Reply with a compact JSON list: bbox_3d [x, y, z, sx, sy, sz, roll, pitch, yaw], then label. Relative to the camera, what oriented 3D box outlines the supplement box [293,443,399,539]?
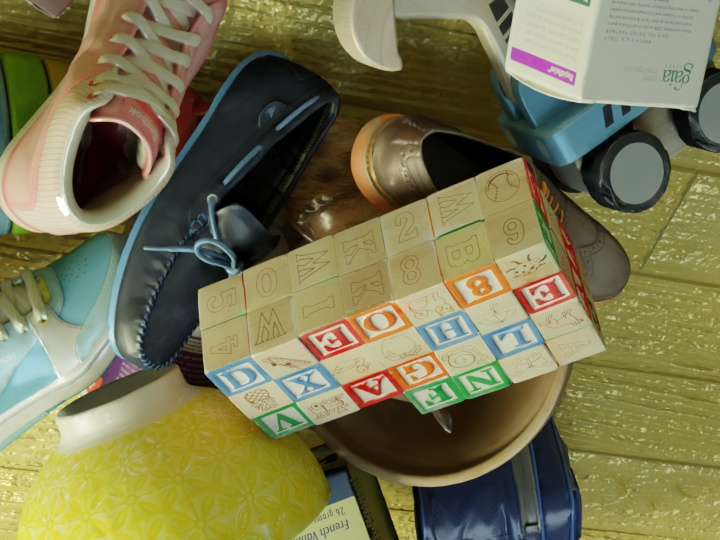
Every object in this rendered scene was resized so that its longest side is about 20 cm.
[{"bbox_3d":[-0.033,0.240,1.053,0.133,0.200,0.202,-20,90,3],"label":"supplement box"}]

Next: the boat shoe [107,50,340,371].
[{"bbox_3d":[-0.079,-0.032,0.861,0.202,0.068,0.084,-65,154,-2],"label":"boat shoe"}]

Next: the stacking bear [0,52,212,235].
[{"bbox_3d":[-0.182,-0.072,0.883,0.198,0.115,0.122,-4,157,-20],"label":"stacking bear"}]

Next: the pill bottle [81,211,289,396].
[{"bbox_3d":[-0.127,0.049,1.007,0.110,0.112,0.201,11,132,-18],"label":"pill bottle"}]

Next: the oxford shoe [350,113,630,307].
[{"bbox_3d":[0.089,-0.028,0.868,0.199,0.072,0.073,24,170,-27],"label":"oxford shoe"}]

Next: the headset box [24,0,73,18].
[{"bbox_3d":[-0.120,-0.229,0.704,0.199,0.150,0.077,-37,128,27],"label":"headset box"}]

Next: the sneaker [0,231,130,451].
[{"bbox_3d":[-0.224,0.031,0.875,0.200,0.080,0.130,-43,134,7],"label":"sneaker"}]

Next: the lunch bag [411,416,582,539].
[{"bbox_3d":[0.109,0.194,1.165,0.131,0.137,0.201,-7,138,0],"label":"lunch bag"}]

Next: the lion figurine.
[{"bbox_3d":[0.000,0.000,0.923,0.121,0.203,0.072,-2,176,1],"label":"lion figurine"}]

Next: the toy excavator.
[{"bbox_3d":[0.104,-0.125,0.871,0.194,0.100,0.201,-34,109,-7],"label":"toy excavator"}]

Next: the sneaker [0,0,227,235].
[{"bbox_3d":[-0.114,-0.104,0.796,0.075,0.104,0.201,35,79,-29],"label":"sneaker"}]

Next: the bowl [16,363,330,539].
[{"bbox_3d":[-0.126,0.120,0.899,0.198,0.200,0.109,-19,98,12],"label":"bowl"}]

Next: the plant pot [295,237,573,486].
[{"bbox_3d":[0.050,0.036,1.002,0.199,0.203,0.093,-25,176,17],"label":"plant pot"}]

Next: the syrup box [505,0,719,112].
[{"bbox_3d":[0.140,-0.188,0.763,0.078,0.081,0.202,0,110,-27],"label":"syrup box"}]

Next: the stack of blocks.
[{"bbox_3d":[0.023,0.027,0.835,0.198,0.059,0.115,-21,142,14],"label":"stack of blocks"}]
